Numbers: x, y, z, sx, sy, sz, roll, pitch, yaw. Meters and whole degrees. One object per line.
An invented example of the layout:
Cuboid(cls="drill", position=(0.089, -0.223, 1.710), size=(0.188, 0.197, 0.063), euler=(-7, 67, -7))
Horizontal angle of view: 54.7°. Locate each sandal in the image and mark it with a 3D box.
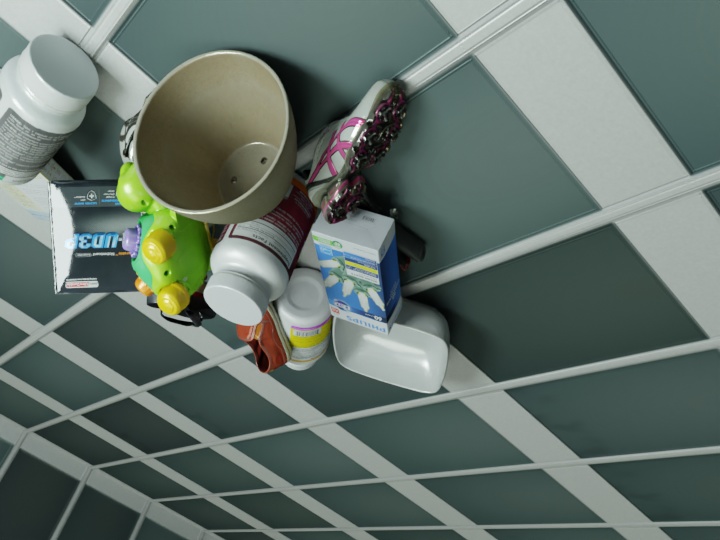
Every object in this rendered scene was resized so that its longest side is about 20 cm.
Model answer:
Cuboid(cls="sandal", position=(-0.275, 0.063, 1.060), size=(0.074, 0.044, 0.200), euler=(-3, 171, 7))

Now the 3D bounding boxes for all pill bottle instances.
Cuboid(cls="pill bottle", position=(-0.100, 0.092, 1.187), size=(0.101, 0.106, 0.202), euler=(18, 146, 4))
Cuboid(cls="pill bottle", position=(-0.440, -0.212, 0.929), size=(0.198, 0.115, 0.113), euler=(-32, 122, 33))
Cuboid(cls="pill bottle", position=(-0.137, -0.033, 0.951), size=(0.110, 0.204, 0.114), euler=(14, 146, 10))

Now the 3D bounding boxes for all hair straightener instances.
Cuboid(cls="hair straightener", position=(0.023, -0.080, 0.956), size=(0.200, 0.041, 0.076), euler=(43, 140, -21))

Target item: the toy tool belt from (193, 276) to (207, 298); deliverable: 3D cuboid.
Cuboid(cls="toy tool belt", position=(-0.316, -0.048, 1.104), size=(0.196, 0.126, 0.125), euler=(25, 172, -14))

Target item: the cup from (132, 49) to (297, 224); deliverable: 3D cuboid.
Cuboid(cls="cup", position=(-0.155, -0.140, 0.854), size=(0.194, 0.206, 0.143), euler=(8, 166, 18))

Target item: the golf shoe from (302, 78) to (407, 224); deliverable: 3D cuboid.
Cuboid(cls="golf shoe", position=(-0.017, -0.154, 0.837), size=(0.093, 0.072, 0.201), euler=(51, 131, 20))

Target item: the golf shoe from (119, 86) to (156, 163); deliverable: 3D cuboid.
Cuboid(cls="golf shoe", position=(-0.301, -0.169, 0.955), size=(0.077, 0.096, 0.199), euler=(30, 146, -16))

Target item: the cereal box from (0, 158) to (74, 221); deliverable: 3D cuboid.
Cuboid(cls="cereal box", position=(-0.528, -0.143, 1.132), size=(0.140, 0.040, 0.201), euler=(9, 155, 19))

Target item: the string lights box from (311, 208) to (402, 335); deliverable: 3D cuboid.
Cuboid(cls="string lights box", position=(0.000, 0.000, 0.985), size=(0.100, 0.060, 0.202), euler=(17, 147, 19))

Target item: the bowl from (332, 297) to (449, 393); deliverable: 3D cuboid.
Cuboid(cls="bowl", position=(0.055, 0.110, 1.154), size=(0.194, 0.076, 0.202), euler=(14, 145, 9))

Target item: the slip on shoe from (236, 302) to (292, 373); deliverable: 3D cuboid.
Cuboid(cls="slip on shoe", position=(-0.169, 0.082, 1.099), size=(0.073, 0.061, 0.204), euler=(17, 138, 44))

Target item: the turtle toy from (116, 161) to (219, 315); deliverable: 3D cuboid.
Cuboid(cls="turtle toy", position=(-0.258, -0.049, 0.918), size=(0.098, 0.147, 0.205), euler=(5, 123, 20))

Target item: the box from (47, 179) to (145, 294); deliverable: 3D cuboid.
Cuboid(cls="box", position=(-0.344, -0.051, 1.010), size=(0.193, 0.164, 0.046), euler=(-1, -173, -5))
